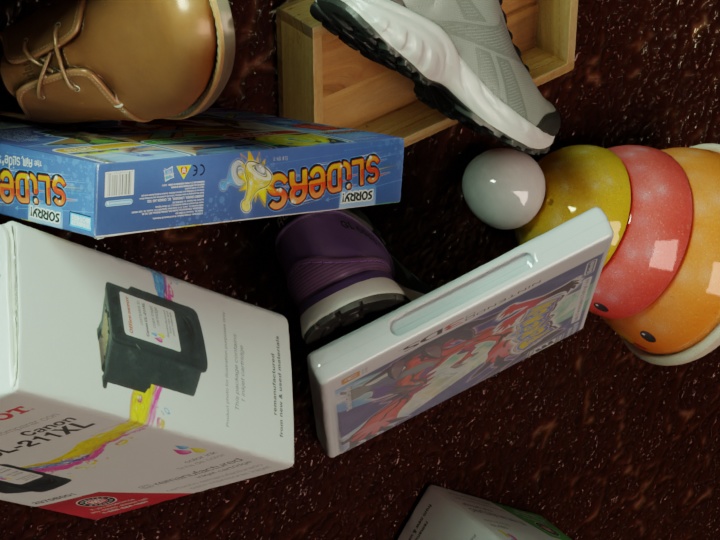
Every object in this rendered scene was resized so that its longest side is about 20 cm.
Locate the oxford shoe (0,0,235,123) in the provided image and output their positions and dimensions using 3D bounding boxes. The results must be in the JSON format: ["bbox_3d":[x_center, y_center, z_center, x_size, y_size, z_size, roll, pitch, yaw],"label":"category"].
[{"bbox_3d":[-0.119,-0.094,0.975,0.071,0.200,0.072,-17,92,-32],"label":"oxford shoe"}]

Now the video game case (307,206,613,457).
[{"bbox_3d":[0.056,0.041,1.260,0.181,0.023,0.200,-27,166,-7],"label":"video game case"}]

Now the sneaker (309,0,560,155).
[{"bbox_3d":[0.058,-0.123,1.167,0.200,0.074,0.080,35,85,-51],"label":"sneaker"}]

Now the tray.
[{"bbox_3d":[0.040,-0.130,1.227,0.199,0.037,0.099,-27,132,-32],"label":"tray"}]

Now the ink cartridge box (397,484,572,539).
[{"bbox_3d":[0.130,0.236,1.442,0.144,0.200,0.084,22,100,-51],"label":"ink cartridge box"}]

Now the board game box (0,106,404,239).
[{"bbox_3d":[-0.094,-0.051,1.054,0.199,0.135,0.035,-8,106,-46],"label":"board game box"}]

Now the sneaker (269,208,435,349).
[{"bbox_3d":[0.000,0.000,1.246,0.075,0.088,0.200,-26,165,5],"label":"sneaker"}]

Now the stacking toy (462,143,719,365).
[{"bbox_3d":[0.143,-0.032,1.358,0.199,0.146,0.147,18,104,-30],"label":"stacking toy"}]

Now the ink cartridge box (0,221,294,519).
[{"bbox_3d":[-0.150,0.056,1.064,0.199,0.145,0.084,21,59,-50],"label":"ink cartridge box"}]
